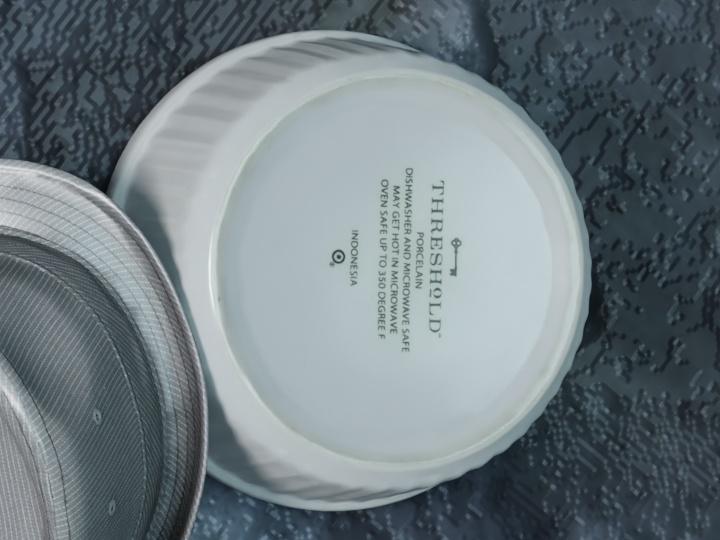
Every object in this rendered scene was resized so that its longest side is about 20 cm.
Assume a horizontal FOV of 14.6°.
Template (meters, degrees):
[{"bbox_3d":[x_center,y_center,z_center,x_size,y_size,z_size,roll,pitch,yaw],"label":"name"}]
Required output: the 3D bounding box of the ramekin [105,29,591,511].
[{"bbox_3d":[0.000,0.000,1.134,0.202,0.094,0.203,0,90,-19],"label":"ramekin"}]

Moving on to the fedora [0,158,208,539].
[{"bbox_3d":[-0.149,0.064,1.052,0.176,0.090,0.200,-1,101,7],"label":"fedora"}]
